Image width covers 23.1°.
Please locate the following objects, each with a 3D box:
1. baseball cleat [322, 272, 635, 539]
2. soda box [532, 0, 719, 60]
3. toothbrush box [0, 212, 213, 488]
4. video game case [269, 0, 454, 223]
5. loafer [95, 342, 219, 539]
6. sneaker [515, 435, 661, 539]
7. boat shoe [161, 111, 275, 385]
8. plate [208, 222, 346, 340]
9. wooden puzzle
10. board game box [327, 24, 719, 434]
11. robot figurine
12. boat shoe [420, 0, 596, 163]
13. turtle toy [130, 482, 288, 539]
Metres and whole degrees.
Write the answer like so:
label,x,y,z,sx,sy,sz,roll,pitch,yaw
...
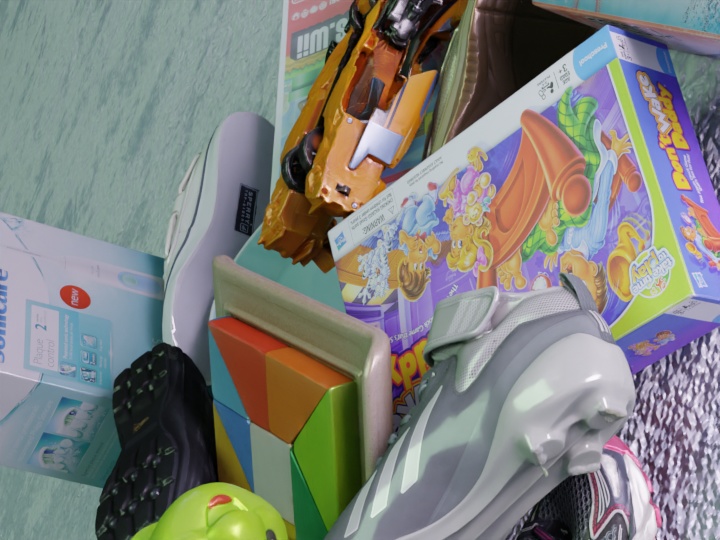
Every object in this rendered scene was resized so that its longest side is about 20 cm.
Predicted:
label,x,y,z,sx,sy,sz,roll,pitch,yaw
baseball cleat,0.037,0.081,0.777,0.200,0.070,0.107,-41,45,22
soda box,0.153,-0.132,0.793,0.200,0.068,0.064,36,109,67
toothbrush box,-0.179,0.056,1.139,0.086,0.199,0.147,-57,27,35
video game case,0.010,-0.121,1.091,0.142,0.017,0.201,-19,50,26
loafer,-0.102,0.116,0.973,0.068,0.070,0.201,-36,27,16
sneaker,0.073,0.164,0.785,0.202,0.074,0.081,-70,23,10
boat shoe,-0.099,-0.010,1.151,0.066,0.072,0.202,-34,43,48
plate,0.000,0.000,1.029,0.199,0.026,0.201,-25,34,18
wooden puzzle,-0.035,0.102,0.899,0.200,0.037,0.187,27,123,60
board game box,0.076,-0.002,0.826,0.200,0.045,0.135,-35,58,39
robot figurine,0.007,-0.104,1.004,0.145,0.058,0.201,-31,33,63
boat shoe,0.077,-0.112,0.959,0.065,0.072,0.202,-155,83,-73
turtle toy,-0.076,0.187,0.833,0.101,0.145,0.202,29,125,46
